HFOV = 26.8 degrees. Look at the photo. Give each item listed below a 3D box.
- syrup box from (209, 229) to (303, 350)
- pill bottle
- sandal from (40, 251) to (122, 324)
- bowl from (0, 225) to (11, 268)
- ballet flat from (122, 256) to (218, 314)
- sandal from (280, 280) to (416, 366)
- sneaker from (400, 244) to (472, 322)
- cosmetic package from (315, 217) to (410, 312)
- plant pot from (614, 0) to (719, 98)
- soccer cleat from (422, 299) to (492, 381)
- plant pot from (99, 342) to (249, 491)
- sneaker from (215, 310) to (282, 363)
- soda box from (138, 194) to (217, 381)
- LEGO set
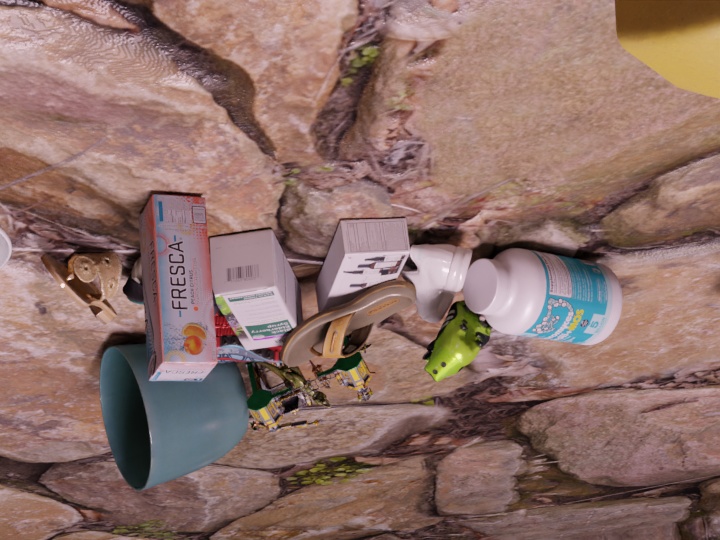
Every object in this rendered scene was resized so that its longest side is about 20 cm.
[{"bbox_3d":[-0.125,0.027,1.860,0.079,0.081,0.200,-8,156,5],"label":"syrup box"},{"bbox_3d":[0.230,0.032,1.934,0.200,0.111,0.111,9,153,-33],"label":"pill bottle"},{"bbox_3d":[-0.316,0.004,1.801,0.070,0.078,0.212,-38,165,-5],"label":"sandal"},{"bbox_3d":[-0.460,-0.057,1.550,0.201,0.090,0.201,-6,157,-2],"label":"bowl"},{"bbox_3d":[-0.228,0.013,1.791,0.073,0.073,0.200,9,-174,-34],"label":"ballet flat"},{"bbox_3d":[-0.015,0.076,1.882,0.200,0.054,0.080,-27,155,18],"label":"sandal"},{"bbox_3d":[0.081,0.005,1.904,0.088,0.075,0.200,16,159,-1],"label":"sneaker"},{"bbox_3d":[0.000,0.000,1.870,0.083,0.051,0.200,-1,157,-11],"label":"cosmetic package"},{"bbox_3d":[0.315,-0.239,1.217,0.200,0.196,0.194,-15,157,36],"label":"plant pot"},{"bbox_3d":[0.118,0.088,1.904,0.081,0.068,0.200,-43,180,14],"label":"soccer cleat"},{"bbox_3d":[-0.249,0.187,2.076,0.161,0.201,0.201,-10,161,-26],"label":"plant pot"},{"bbox_3d":[-0.164,0.085,2.019,0.200,0.079,0.096,8,164,-14],"label":"sneaker"},{"bbox_3d":[-0.202,0.019,1.661,0.064,0.200,0.068,3,157,-21],"label":"soda box"},{"bbox_3d":[-0.064,0.159,2.068,0.200,0.154,0.116,-29,129,-3],"label":"LEGO set"}]
